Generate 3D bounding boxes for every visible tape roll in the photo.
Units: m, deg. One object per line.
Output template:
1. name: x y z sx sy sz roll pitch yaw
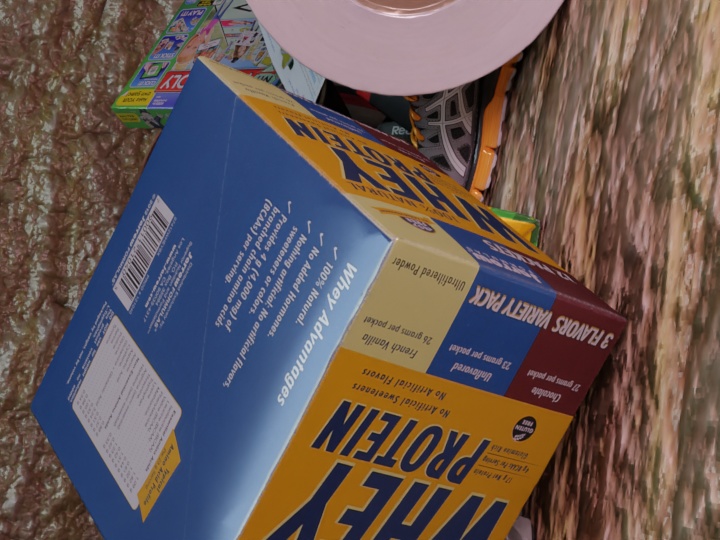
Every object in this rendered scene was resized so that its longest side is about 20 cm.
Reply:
1. tape roll: 0.025 -0.204 0.893 0.071 0.200 0.204 -93 14 -63

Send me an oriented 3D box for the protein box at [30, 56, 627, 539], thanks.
1. protein box: -0.026 0.045 0.727 0.200 0.134 0.200 44 111 51

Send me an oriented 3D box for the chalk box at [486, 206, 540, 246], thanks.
1. chalk box: 0.020 0.013 0.951 0.200 0.123 0.125 -145 64 -82

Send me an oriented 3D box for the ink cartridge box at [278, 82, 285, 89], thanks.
1. ink cartridge box: -0.062 -0.044 1.102 0.200 0.067 0.118 -63 -5 -59

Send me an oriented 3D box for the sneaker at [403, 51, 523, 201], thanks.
1. sneaker: 0.056 -0.117 1.036 0.078 0.076 0.202 -97 16 -64

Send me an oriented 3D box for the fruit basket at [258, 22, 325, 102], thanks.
1. fruit basket: -0.013 -0.212 1.029 0.186 0.093 0.202 -113 36 -57

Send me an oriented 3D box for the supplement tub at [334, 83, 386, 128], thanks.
1. supplement tub: -0.008 -0.206 1.458 0.140 0.139 0.202 130 149 -78

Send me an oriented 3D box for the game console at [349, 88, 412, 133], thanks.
1. game console: 0.033 -0.202 1.109 0.177 0.031 0.201 40 131 34

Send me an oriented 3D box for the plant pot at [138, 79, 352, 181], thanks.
1. plant pot: -0.054 -0.050 1.347 0.200 0.186 0.188 50 -150 -37

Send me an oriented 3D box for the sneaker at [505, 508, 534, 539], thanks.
1. sneaker: 0.028 0.144 0.851 0.200 0.088 0.075 121 156 -77

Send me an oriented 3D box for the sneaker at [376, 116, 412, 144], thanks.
1. sneaker: 0.033 -0.069 1.219 0.201 0.066 0.091 -85 5 -55

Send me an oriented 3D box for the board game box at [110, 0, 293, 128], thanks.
1. board game box: -0.107 -0.176 1.331 0.199 0.029 0.135 5 56 45
